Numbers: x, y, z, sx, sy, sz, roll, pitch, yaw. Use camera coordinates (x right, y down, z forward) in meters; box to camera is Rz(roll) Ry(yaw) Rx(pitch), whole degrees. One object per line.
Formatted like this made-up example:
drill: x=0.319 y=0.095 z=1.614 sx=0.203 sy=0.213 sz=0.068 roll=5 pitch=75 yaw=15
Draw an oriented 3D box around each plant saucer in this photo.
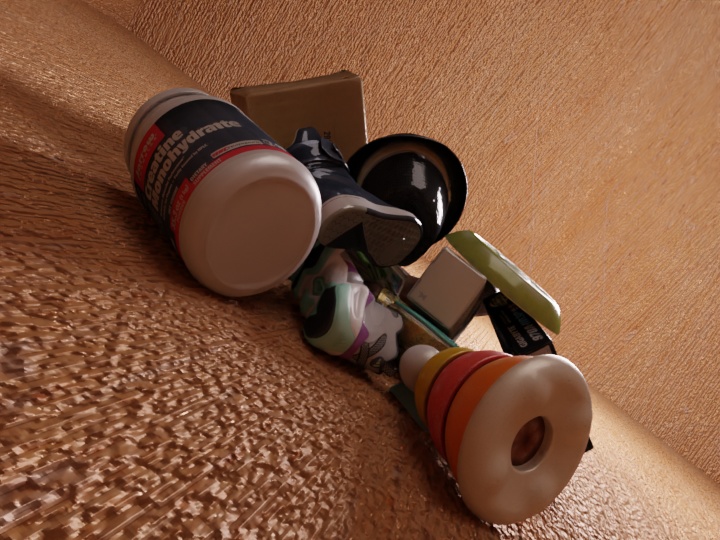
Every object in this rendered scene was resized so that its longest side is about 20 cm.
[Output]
plant saucer: x=0.198 y=0.007 z=0.871 sx=0.199 sy=0.031 sz=0.200 roll=38 pitch=11 yaw=-9
plant saucer: x=0.113 y=0.169 z=0.724 sx=0.198 sy=0.019 sz=0.070 roll=28 pitch=11 yaw=-43

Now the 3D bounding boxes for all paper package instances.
paper package: x=-0.087 y=-0.183 z=0.977 sx=0.187 sy=0.204 sz=0.103 roll=-13 pitch=23 yaw=-17

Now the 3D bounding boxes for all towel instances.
towel: x=0.000 y=0.000 z=0.905 sx=0.149 sy=0.031 sz=0.201 roll=45 pitch=-9 yaw=34

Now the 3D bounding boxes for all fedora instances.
fedora: x=0.056 y=-0.077 z=0.865 sx=0.199 sy=0.200 sz=0.093 roll=32 pitch=38 yaw=-25

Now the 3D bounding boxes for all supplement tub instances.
supplement tub: x=-0.139 y=-0.083 z=0.630 sx=0.139 sy=0.142 sz=0.200 roll=26 pitch=12 yaw=-49

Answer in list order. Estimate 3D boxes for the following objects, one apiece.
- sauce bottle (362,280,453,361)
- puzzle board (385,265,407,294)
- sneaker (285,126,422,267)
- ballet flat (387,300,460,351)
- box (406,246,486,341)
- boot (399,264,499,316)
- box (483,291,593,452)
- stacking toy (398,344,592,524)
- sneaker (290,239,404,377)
sauce bottle: x=0.028 y=0.060 z=0.809 sx=0.198 sy=0.065 sz=0.065 roll=36 pitch=8 yaw=-6
puzzle board: x=0.005 y=-0.026 z=0.925 sx=0.151 sy=0.017 sz=0.200 roll=49 pitch=-7 yaw=7
sneaker: x=-0.016 y=-0.083 z=0.733 sx=0.147 sy=0.077 sz=0.201 roll=51 pitch=16 yaw=28
ballet flat: x=0.105 y=0.111 z=0.756 sx=0.198 sy=0.071 sz=0.071 roll=31 pitch=8 yaw=-7
box: x=0.117 y=0.040 z=0.860 sx=0.068 sy=0.083 sz=0.200 roll=38 pitch=-3 yaw=14
boot: x=0.117 y=0.010 z=1.007 sx=0.198 sy=0.065 sz=0.187 roll=-16 pitch=-54 yaw=48
box: x=0.230 y=0.129 z=0.865 sx=0.200 sy=0.045 sz=0.161 roll=-100 pitch=166 yaw=-73
stacking toy: x=0.095 y=0.117 z=0.596 sx=0.145 sy=0.148 sz=0.199 roll=30 pitch=-1 yaw=-36
sneaker: x=-0.004 y=0.045 z=0.724 sx=0.139 sy=0.078 sz=0.201 roll=36 pitch=23 yaw=-27
